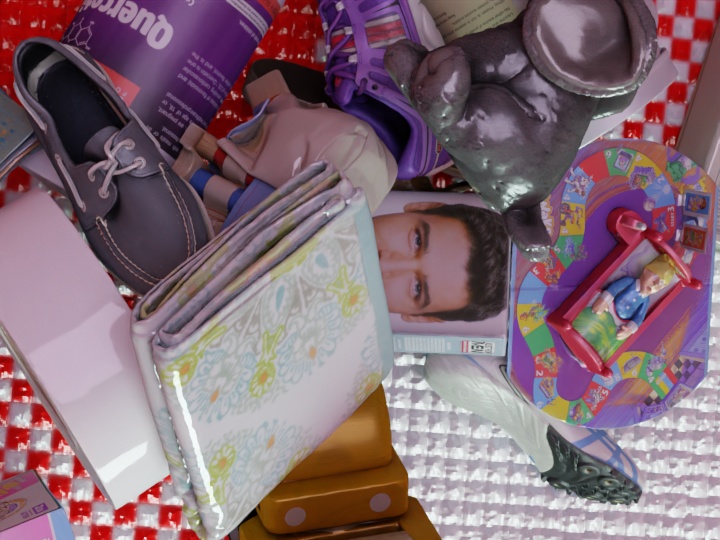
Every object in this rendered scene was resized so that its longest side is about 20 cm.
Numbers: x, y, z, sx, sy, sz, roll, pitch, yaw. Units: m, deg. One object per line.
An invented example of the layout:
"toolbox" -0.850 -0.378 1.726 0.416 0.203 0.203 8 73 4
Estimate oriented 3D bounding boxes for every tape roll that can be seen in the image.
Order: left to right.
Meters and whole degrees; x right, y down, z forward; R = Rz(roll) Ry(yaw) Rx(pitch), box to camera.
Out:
"tape roll" -0.179 0.049 1.367 0.071 0.202 0.203 -33 100 -11

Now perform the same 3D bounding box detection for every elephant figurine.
"elephant figurine" 0.125 -0.143 1.324 0.200 0.142 0.155 -37 124 3

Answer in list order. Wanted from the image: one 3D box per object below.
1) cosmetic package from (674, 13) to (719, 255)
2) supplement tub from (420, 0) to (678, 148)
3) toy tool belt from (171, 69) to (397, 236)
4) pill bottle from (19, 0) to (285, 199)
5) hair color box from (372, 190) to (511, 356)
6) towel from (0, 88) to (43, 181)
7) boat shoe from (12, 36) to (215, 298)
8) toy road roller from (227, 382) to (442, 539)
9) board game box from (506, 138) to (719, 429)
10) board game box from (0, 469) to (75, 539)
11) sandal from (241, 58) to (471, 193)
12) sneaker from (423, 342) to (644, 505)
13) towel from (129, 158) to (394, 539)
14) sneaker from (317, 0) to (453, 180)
"cosmetic package" 0.292 -0.107 1.547 0.103 0.073 0.201 20 87 -15
"supplement tub" 0.109 -0.183 1.452 0.145 0.145 0.201 -35 96 -11
"toy tool belt" -0.079 -0.032 1.374 0.200 0.123 0.125 -51 145 -11
"pill bottle" -0.140 -0.135 1.412 0.112 0.112 0.201 32 84 -14
"hair color box" 0.000 0.000 1.443 0.199 0.061 0.100 2 76 2
"towel" -0.312 -0.059 1.379 0.200 0.022 0.147 -44 61 -7
"boat shoe" -0.153 -0.062 1.296 0.073 0.062 0.200 -35 63 4
"toy road roller" -0.021 0.144 1.415 0.122 0.200 0.147 -8 117 -14
"board game box" 0.179 0.013 1.460 0.157 0.039 0.201 -1 99 -22
"board game box" -0.283 0.192 1.370 0.199 0.153 0.041 -21 99 -12
"sandal" 0.012 -0.077 1.491 0.211 0.078 0.070 20 120 -8
"sneaker" 0.130 0.096 1.520 0.200 0.072 0.073 39 58 -20
"towel" -0.056 0.048 1.301 0.171 0.048 0.201 -41 143 -25
"sneaker" 0.003 -0.150 1.407 0.083 0.081 0.201 -34 94 -27
